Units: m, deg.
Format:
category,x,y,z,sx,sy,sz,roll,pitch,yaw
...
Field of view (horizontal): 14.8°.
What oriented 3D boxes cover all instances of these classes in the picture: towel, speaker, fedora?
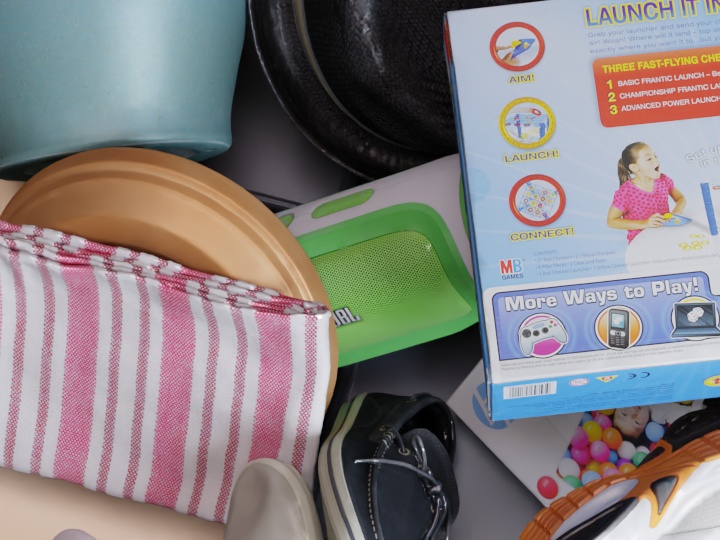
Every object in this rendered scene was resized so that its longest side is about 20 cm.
category,x,y,z,sx,sy,sz,roll,pitch,yaw
towel,-0.114,0.060,1.414,0.199,0.147,0.030,14,33,14
speaker,0.000,0.000,1.448,0.199,0.088,0.089,-18,72,28
fedora,0.035,-0.128,1.441,0.200,0.092,0.201,-1,106,-4

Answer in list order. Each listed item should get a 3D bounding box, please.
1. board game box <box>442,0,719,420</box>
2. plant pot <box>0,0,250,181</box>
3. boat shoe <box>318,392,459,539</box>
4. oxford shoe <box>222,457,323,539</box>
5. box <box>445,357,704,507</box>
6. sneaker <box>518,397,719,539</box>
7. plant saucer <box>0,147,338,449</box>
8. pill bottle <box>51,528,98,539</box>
category,x,y,z,sx,sy,sz,roll,pitch,yaw
board game box,0.148,-0.038,1.338,0.199,0.056,0.196,-6,67,0
plant pot,-0.144,-0.148,1.485,0.199,0.200,0.189,-7,86,0
boat shoe,0.017,0.111,1.405,0.062,0.200,0.075,-9,106,9
oxford shoe,-0.062,0.190,1.361,0.058,0.075,0.201,17,77,-37
box,0.161,0.085,1.435,0.200,0.041,0.156,47,125,13
sneaker,0.174,0.123,1.346,0.200,0.076,0.092,-31,110,-4
plant saucer,-0.110,0.033,1.437,0.200,0.201,0.037,23,34,8
pill bottle,-0.170,0.239,1.413,0.111,0.111,0.200,37,78,11
